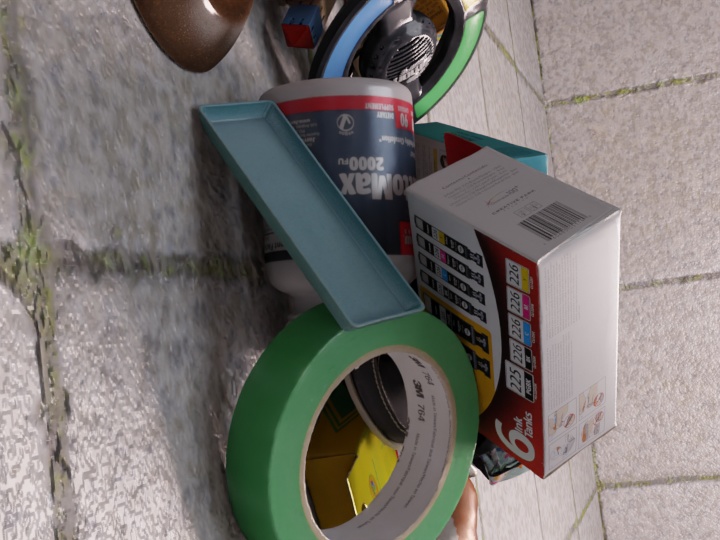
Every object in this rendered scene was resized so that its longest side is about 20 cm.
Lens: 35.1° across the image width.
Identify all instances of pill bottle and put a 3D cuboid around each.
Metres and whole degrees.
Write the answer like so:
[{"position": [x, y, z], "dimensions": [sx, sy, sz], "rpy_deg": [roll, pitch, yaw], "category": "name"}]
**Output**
[{"position": [-0.014, -0.037, 0.867], "dimensions": [0.120, 0.119, 0.201], "rpy_deg": [4, 83, -73], "category": "pill bottle"}]

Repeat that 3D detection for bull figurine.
[{"position": [0.093, 0.264, 1.194], "dimensions": [0.121, 0.065, 0.201], "rpy_deg": [59, 28, -58], "category": "bull figurine"}]

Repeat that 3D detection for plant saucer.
[{"position": [-0.037, -0.039, 0.769], "dimensions": [0.070, 0.019, 0.200], "rpy_deg": [-12, 57, -44], "category": "plant saucer"}, {"position": [-0.115, -0.239, 0.781], "dimensions": [0.200, 0.037, 0.201], "rpy_deg": [-8, 90, -75], "category": "plant saucer"}]

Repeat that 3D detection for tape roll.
[{"position": [0.000, 0.120, 0.791], "dimensions": [0.200, 0.048, 0.201], "rpy_deg": [-10, 106, -41], "category": "tape roll"}]

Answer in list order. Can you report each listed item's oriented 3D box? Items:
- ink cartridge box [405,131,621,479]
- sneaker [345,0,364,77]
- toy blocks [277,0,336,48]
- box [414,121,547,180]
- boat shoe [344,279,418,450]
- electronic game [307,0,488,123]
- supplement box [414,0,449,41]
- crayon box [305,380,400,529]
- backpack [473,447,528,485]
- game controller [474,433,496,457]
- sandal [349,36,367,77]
[{"position": [0.099, 0.022, 0.844], "dimensions": [0.084, 0.175, 0.200], "rpy_deg": [-29, 130, -26], "category": "ink cartridge box"}, {"position": [0.031, -0.232, 1.204], "dimensions": [0.070, 0.075, 0.201], "rpy_deg": [3, 78, -73], "category": "sneaker"}, {"position": [-0.056, -0.278, 0.927], "dimensions": [0.200, 0.100, 0.137], "rpy_deg": [77, 27, -50], "category": "toy blocks"}, {"position": [0.098, -0.083, 1.059], "dimensions": [0.200, 0.049, 0.083], "rpy_deg": [-148, -128, -60], "category": "box"}, {"position": [0.026, 0.043, 0.927], "dimensions": [0.073, 0.063, 0.201], "rpy_deg": [9, 64, -41], "category": "boat shoe"}, {"position": [0.035, -0.192, 1.007], "dimensions": [0.042, 0.200, 0.200], "rpy_deg": [46, -1, 27], "category": "electronic game"}, {"position": [0.018, -0.306, 1.097], "dimensions": [0.200, 0.069, 0.067], "rpy_deg": [57, 17, 0], "category": "supplement box"}, {"position": [0.003, 0.172, 0.954], "dimensions": [0.200, 0.051, 0.127], "rpy_deg": [-62, 141, -65], "category": "crayon box"}, {"position": [0.163, 0.152, 1.339], "dimensions": [0.200, 0.150, 0.178], "rpy_deg": [71, 1, -56], "category": "backpack"}, {"position": [0.092, 0.147, 1.077], "dimensions": [0.042, 0.200, 0.104], "rpy_deg": [41, 59, -2], "category": "game controller"}, {"position": [0.004, -0.161, 1.124], "dimensions": [0.080, 0.057, 0.202], "rpy_deg": [-63, 153, -72], "category": "sandal"}]
